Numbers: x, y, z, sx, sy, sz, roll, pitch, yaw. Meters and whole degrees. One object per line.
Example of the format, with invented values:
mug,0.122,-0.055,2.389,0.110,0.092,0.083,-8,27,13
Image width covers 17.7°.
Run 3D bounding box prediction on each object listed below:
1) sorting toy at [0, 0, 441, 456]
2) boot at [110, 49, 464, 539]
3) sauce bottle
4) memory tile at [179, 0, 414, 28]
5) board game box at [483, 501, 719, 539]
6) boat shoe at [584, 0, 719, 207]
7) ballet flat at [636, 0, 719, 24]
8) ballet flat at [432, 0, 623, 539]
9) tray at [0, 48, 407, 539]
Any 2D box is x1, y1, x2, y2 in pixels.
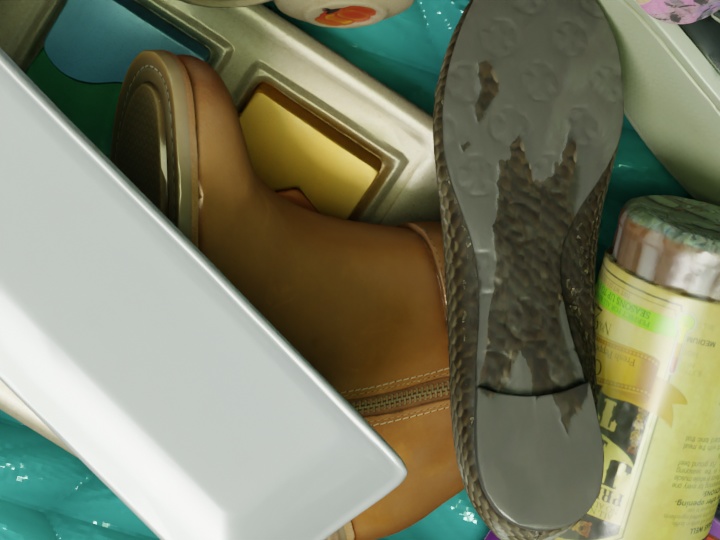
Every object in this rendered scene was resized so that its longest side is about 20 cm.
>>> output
sorting toy,-0.081,-0.016,0.843,0.200,0.036,0.185,31,106,-10
boot,0.000,0.000,0.800,0.154,0.074,0.201,-17,121,-16
sauce bottle,0.095,0.076,0.812,0.064,0.065,0.201,13,104,-4
memory tile,0.001,-0.114,0.721,0.153,0.200,0.017,7,75,-38
board game box,0.126,0.155,0.851,0.200,0.032,0.120,38,104,23
boat shoe,0.159,-0.042,0.818,0.066,0.074,0.199,-43,94,-15
ballet flat,0.150,-0.159,0.720,0.069,0.071,0.200,14,111,-41
ballet flat,0.056,-0.006,0.781,0.067,0.046,0.201,1,75,-8
tray,-0.079,0.012,0.733,0.200,0.022,0.107,46,134,-5
